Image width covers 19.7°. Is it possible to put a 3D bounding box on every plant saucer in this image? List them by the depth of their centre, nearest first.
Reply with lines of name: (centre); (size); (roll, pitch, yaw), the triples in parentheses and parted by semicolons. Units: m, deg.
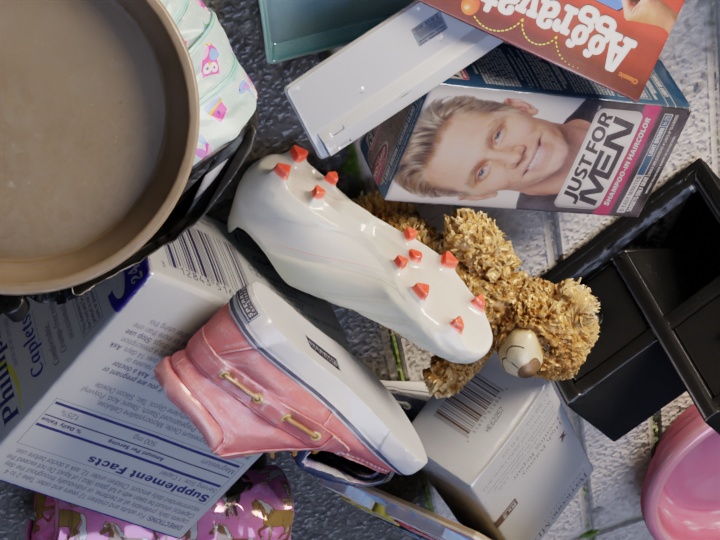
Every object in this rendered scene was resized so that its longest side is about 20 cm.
plant saucer: (-0.189, -0.087, 1.139); (0.199, 0.029, 0.201); (-1, 96, -9)
plant saucer: (0.031, -0.184, 1.305); (0.199, 0.019, 0.070); (-14, 136, -8)
plant saucer: (0.324, 0.159, 1.734); (0.200, 0.051, 0.201); (-11, 135, -12)

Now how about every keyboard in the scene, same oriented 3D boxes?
keyboard: (0.045, -0.145, 1.290); (0.200, 0.011, 0.056); (-34, 116, -10)

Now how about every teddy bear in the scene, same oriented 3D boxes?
teddy bear: (0.063, 0.020, 1.422); (0.200, 0.067, 0.145); (40, 118, 0)

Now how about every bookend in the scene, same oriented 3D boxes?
bookend: (0.226, 0.061, 1.491); (0.200, 0.199, 0.092); (-37, 137, 15)

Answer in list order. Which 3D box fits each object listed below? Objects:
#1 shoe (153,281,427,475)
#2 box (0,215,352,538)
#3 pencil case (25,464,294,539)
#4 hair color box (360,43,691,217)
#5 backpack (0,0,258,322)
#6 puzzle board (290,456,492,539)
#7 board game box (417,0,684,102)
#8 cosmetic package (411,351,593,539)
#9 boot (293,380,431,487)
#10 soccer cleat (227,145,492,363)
shoe: (-0.045, 0.092, 1.354); (0.091, 0.072, 0.200); (-37, 130, 12)
box: (-0.143, 0.064, 1.406); (0.184, 0.105, 0.200); (25, 118, -39)
pencil case: (-0.147, 0.185, 1.536); (0.199, 0.087, 0.083); (1, 119, -23)
hair color box: (0.111, -0.095, 1.393); (0.199, 0.061, 0.100); (3, 130, -24)
backpack: (-0.160, -0.081, 1.224); (0.200, 0.167, 0.127); (-32, 119, 0)
puzzle board: (0.056, 0.197, 1.564); (0.151, 0.200, 0.017); (34, 78, -44)
board game box: (0.114, -0.188, 1.288); (0.200, 0.019, 0.103); (21, 99, -27)
cosmetic package: (0.106, 0.138, 1.549); (0.102, 0.074, 0.200); (-52, 152, -9)
boot: (0.019, 0.129, 1.547); (0.200, 0.090, 0.073); (16, 124, -33)
soccer cleat: (0.000, 0.000, 1.374); (0.078, 0.200, 0.069); (-55, 173, 35)
